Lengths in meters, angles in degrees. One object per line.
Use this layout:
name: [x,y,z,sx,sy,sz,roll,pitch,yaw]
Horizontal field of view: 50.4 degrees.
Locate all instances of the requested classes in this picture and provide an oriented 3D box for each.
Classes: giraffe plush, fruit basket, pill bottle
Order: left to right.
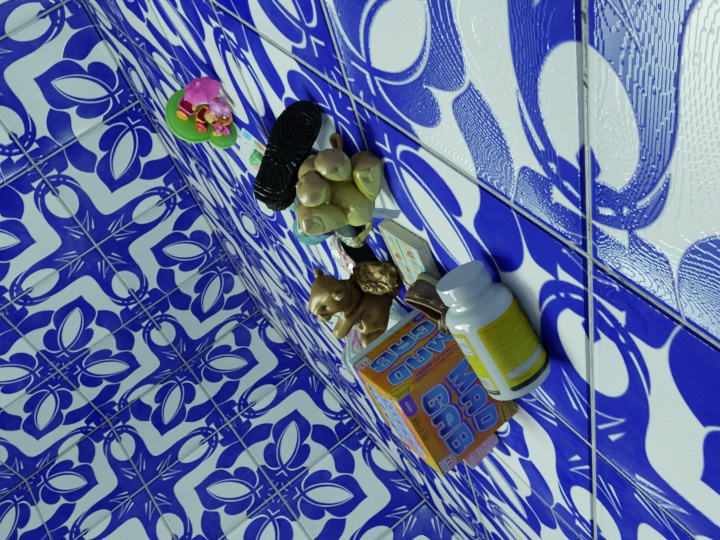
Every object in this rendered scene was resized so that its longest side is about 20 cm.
fruit basket: [-0.198,-0.221,1.720,0.200,0.094,0.185,36,167,-4]
giraffe plush: [-0.042,-0.159,1.350,0.200,0.173,0.162,20,-156,-40]
pill bottle: [0.198,0.089,1.165,0.200,0.111,0.111,57,166,-16]

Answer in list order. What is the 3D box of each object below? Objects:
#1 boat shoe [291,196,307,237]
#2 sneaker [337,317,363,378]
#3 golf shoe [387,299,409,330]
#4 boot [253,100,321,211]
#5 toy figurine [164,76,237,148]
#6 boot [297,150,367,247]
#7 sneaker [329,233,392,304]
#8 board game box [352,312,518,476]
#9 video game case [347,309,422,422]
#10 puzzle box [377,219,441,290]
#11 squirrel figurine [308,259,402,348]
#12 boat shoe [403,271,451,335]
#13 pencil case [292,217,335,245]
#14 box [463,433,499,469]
boat shoe: [-0.142,-0.162,1.601,0.200,0.062,0.073,63,-161,2]
sneaker: [0.005,0.153,1.783,0.081,0.088,0.200,41,-152,-39]
golf shoe: [0.057,0.096,1.740,0.092,0.073,0.200,60,165,-20]
boot: [-0.135,-0.212,1.441,0.079,0.211,0.158,29,-177,2]
toy figurine: [-0.380,-0.404,1.914,0.200,0.150,0.184,34,160,-13]
boot: [-0.065,-0.145,1.564,0.204,0.073,0.154,46,169,39]
sneaker: [0.001,-0.001,1.710,0.202,0.067,0.108,60,166,-12]
board game box: [0.145,0.232,1.508,0.200,0.200,0.200,60,166,-24]
video game case: [0.089,0.198,1.609,0.022,0.200,0.183,33,155,54]
puzzle box: [0.108,0.003,1.442,0.133,0.025,0.200,37,159,51]
squirrel figurine: [-0.013,0.040,1.545,0.187,0.200,0.142,33,-164,-49]
boat shoe: [0.163,0.085,1.332,0.200,0.068,0.072,37,158,18]
pencil case: [-0.102,-0.109,1.734,0.093,0.085,0.200,59,166,-2]
box: [0.213,0.340,1.709,0.200,0.095,0.103,51,171,-36]
